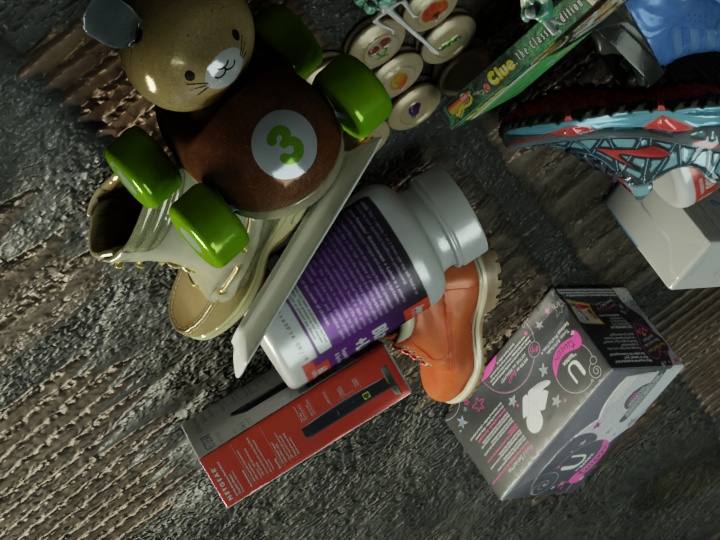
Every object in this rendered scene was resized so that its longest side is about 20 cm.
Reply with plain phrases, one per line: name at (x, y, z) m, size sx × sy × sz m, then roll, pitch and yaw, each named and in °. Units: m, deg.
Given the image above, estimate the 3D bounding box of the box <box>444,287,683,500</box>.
box at (0.207, 0.126, 2.102) m, size 0.131 × 0.115 × 0.200 m, roll 1°, pitch 136°, yaw -46°

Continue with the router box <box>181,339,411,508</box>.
router box at (-0.059, 0.119, 1.765) m, size 0.179 × 0.049 × 0.200 m, roll -32°, pitch -172°, yaw -6°

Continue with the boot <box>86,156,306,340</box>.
boot at (-0.140, -0.018, 1.563) m, size 0.154 × 0.072 × 0.200 m, roll -4°, pitch 144°, yaw -38°

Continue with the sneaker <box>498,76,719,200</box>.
sneaker at (0.212, -0.100, 1.708) m, size 0.198 × 0.079 × 0.096 m, roll -1°, pitch 112°, yaw 15°

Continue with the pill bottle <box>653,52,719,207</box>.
pill bottle at (0.331, -0.151, 1.810) m, size 0.199 × 0.116 × 0.116 m, roll -31°, pitch 152°, yaw -6°

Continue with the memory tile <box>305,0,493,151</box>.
memory tile at (0.006, -0.136, 1.593) m, size 0.199 × 0.017 × 0.153 m, roll -35°, pitch 152°, yaw 0°

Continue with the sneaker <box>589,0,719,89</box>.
sneaker at (0.254, -0.196, 1.699) m, size 0.111 × 0.077 × 0.199 m, roll -48°, pitch 148°, yaw 18°

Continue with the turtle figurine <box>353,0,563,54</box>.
turtle figurine at (0.056, -0.220, 1.441) m, size 0.149 × 0.102 × 0.199 m, roll -2°, pitch 168°, yaw 34°

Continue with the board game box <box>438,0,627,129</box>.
board game box at (0.152, -0.182, 1.589) m, size 0.200 × 0.024 × 0.105 m, roll -40°, pitch 176°, yaw 40°

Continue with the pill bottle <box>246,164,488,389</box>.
pill bottle at (0.000, 0.000, 1.693) m, size 0.199 × 0.112 × 0.112 m, roll -32°, pitch 152°, yaw -5°

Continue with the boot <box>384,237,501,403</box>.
boot at (0.061, 0.055, 1.894) m, size 0.106 × 0.075 × 0.201 m, roll -19°, pitch 140°, yaw -21°

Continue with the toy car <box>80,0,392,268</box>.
toy car at (-0.100, -0.136, 1.361) m, size 0.164 × 0.158 × 0.201 m, roll -42°, pitch 141°, yaw -11°

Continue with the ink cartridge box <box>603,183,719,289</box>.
ink cartridge box at (0.340, -0.048, 1.978) m, size 0.199 × 0.116 × 0.068 m, roll -3°, pitch 139°, yaw -46°

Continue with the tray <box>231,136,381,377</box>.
tray at (-0.047, -0.012, 1.584) m, size 0.201 × 0.022 × 0.107 m, roll -59°, pitch 180°, yaw -11°
